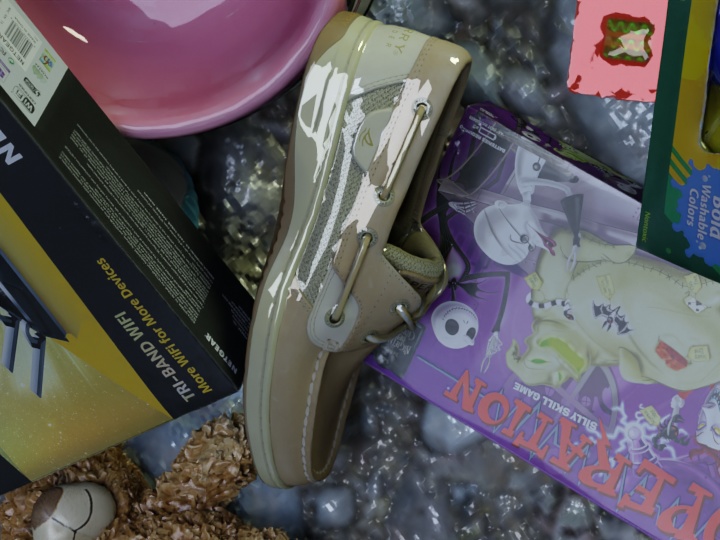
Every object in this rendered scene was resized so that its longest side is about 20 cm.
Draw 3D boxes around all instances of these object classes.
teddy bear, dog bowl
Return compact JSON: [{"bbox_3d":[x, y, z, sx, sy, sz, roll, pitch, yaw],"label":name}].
[{"bbox_3d":[-0.071,0.137,1.140,0.200,0.067,0.145,44,108,11],"label":"teddy bear"},{"bbox_3d":[-0.085,-0.141,1.064,0.199,0.074,0.201,1,111,1],"label":"dog bowl"}]

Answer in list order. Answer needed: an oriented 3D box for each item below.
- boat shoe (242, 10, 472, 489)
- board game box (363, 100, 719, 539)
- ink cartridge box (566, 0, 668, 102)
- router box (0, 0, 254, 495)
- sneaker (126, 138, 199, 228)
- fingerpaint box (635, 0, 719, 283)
[{"bbox_3d":[0.000,0.000,1.062,0.065,0.072,0.201,15,109,12],"label":"boat shoe"},{"bbox_3d":[0.105,0.031,1.076,0.199,0.032,0.121,30,111,16],"label":"board game box"},{"bbox_3d":[0.155,-0.158,1.017,0.161,0.050,0.201,9,97,21],"label":"ink cartridge box"},{"bbox_3d":[-0.159,-0.010,1.074,0.157,0.052,0.200,-25,116,30],"label":"router box"},{"bbox_3d":[-0.166,-0.024,1.150,0.199,0.081,0.077,4,97,21],"label":"sneaker"},{"bbox_3d":[0.193,-0.077,0.950,0.166,0.073,0.201,25,123,35],"label":"fingerpaint box"}]
